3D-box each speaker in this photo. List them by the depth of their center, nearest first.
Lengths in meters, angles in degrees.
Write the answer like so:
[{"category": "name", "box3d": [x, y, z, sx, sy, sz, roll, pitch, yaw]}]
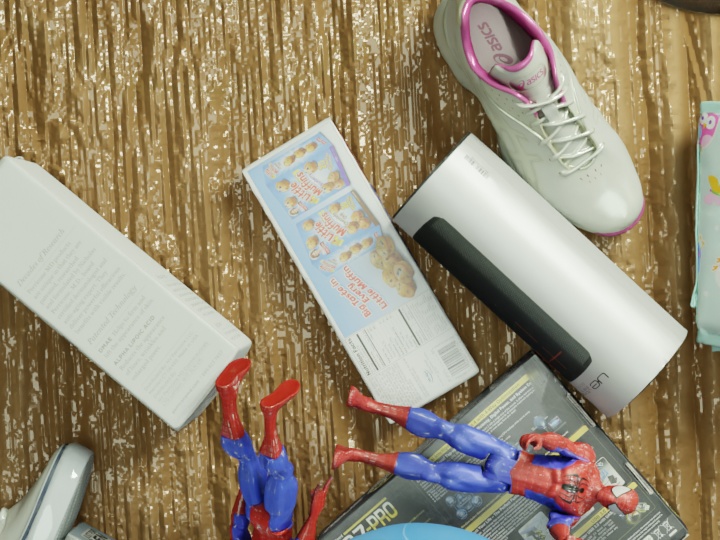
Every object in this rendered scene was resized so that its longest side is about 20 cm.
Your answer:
[{"category": "speaker", "box3d": [0.120, 0.003, 1.288, 0.200, 0.081, 0.081, 43, 93, 0]}]

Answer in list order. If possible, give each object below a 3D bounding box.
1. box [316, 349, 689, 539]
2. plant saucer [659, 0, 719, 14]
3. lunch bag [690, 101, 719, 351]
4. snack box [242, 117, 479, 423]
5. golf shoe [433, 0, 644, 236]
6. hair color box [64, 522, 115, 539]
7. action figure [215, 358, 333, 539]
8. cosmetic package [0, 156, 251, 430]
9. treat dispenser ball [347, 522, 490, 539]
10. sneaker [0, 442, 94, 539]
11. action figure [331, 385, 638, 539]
[{"category": "box", "box3d": [0.094, 0.179, 1.309, 0.200, 0.049, 0.161, -42, 92, 3]}, {"category": "plant saucer", "box3d": [0.244, -0.274, 1.301, 0.199, 0.032, 0.201, 0, 91, 1]}, {"category": "lunch bag", "box3d": [0.315, -0.032, 1.261, 0.199, 0.122, 0.171, 0, 94, 10]}, {"category": "snack box", "box3d": [0.000, 0.000, 1.320, 0.072, 0.024, 0.200, -30, 90, 4]}, {"category": "golf shoe", "box3d": [0.117, -0.105, 1.280, 0.075, 0.092, 0.200, -38, 91, 1]}, {"category": "hair color box", "box3d": [-0.129, 0.263, 1.314, 0.199, 0.061, 0.099, 29, 91, 1]}, {"category": "action figure", "box3d": [-0.059, 0.151, 1.277, 0.065, 0.052, 0.201, 18, 127, 26]}, {"category": "cosmetic package", "box3d": [-0.171, 0.014, 1.290, 0.200, 0.102, 0.074, 38, 91, 2]}, {"category": "treat dispenser ball", "box3d": [0.037, 0.256, 1.192, 0.200, 0.201, 0.202, 0, 91, 2]}, {"category": "sneaker", "box3d": [-0.249, 0.198, 1.311, 0.071, 0.073, 0.201, 29, 92, 1]}, {"category": "action figure", "box3d": [0.083, 0.128, 1.240, 0.199, 0.099, 0.066, 14, 92, 1]}]
